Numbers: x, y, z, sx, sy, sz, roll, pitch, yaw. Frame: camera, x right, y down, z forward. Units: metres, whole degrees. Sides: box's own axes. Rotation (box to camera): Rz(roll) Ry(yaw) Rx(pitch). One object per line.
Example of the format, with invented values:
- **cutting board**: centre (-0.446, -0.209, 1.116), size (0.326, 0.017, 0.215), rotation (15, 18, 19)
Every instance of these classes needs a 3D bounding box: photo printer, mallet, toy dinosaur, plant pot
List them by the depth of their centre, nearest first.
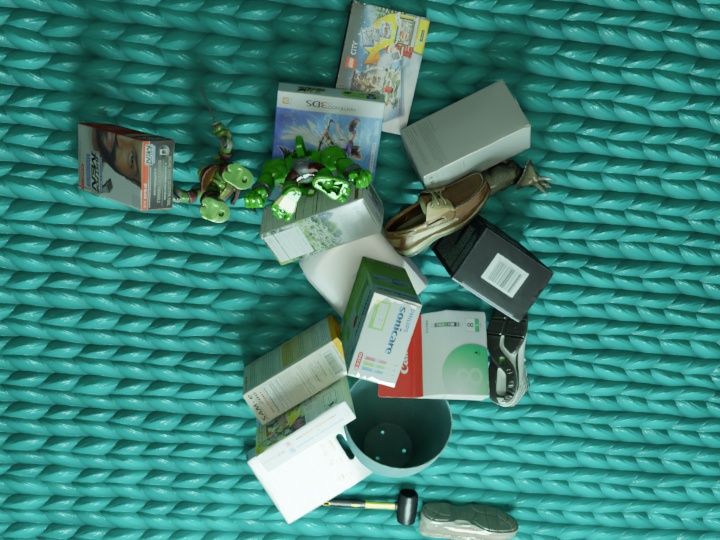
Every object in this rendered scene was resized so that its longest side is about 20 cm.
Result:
- **toy dinosaur**: centre (0.230, -0.160, 1.446), size (0.198, 0.102, 0.078), rotation (-13, 106, -3)
- **photo printer**: centre (0.000, 0.000, 1.483), size (0.166, 0.069, 0.200), rotation (-40, 106, 5)
- **plant pot**: centre (0.060, 0.300, 1.528), size (0.198, 0.201, 0.135), rotation (2, 144, -6)
- **mallet**: centre (0.016, 0.475, 1.636), size (0.198, 0.041, 0.067), rotation (-3, 102, -1)

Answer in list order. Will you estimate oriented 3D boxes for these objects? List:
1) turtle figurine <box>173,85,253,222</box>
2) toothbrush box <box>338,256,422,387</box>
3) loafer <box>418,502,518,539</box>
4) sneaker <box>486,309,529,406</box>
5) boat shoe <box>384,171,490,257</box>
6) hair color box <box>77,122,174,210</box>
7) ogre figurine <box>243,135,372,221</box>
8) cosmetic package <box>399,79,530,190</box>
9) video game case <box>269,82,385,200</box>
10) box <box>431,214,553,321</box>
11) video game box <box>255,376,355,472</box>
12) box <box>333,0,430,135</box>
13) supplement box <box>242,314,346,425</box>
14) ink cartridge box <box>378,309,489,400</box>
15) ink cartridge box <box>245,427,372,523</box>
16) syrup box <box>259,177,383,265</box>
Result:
- **turtle figurine**: centre (-0.263, -0.166, 1.333), size (0.143, 0.194, 0.201), rotation (-26, 119, -16)
- **toothbrush box**: centre (0.029, 0.080, 1.368), size (0.085, 0.200, 0.147), rotation (15, 105, -11)
- **loafer**: centre (0.215, 0.513, 1.656), size (0.198, 0.072, 0.063), rotation (9, 121, -2)
- **sneaker**: centre (0.284, 0.161, 1.564), size (0.075, 0.115, 0.202), rotation (5, 75, 23)
- **boat shoe**: centre (0.127, -0.100, 1.399), size (0.199, 0.076, 0.074), rotation (-37, 134, 14)
- **hair color box**: centre (-0.383, -0.171, 1.334), size (0.064, 0.199, 0.112), rotation (-11, 112, -47)
- **ogre figurine**: centre (-0.086, -0.155, 1.339), size (0.199, 0.120, 0.098), rotation (-27, 126, 13)
- **cosmetic package**: centre (0.180, -0.226, 1.411), size (0.199, 0.085, 0.108), rotation (-24, 67, 1)
- **video game case**: centre (-0.060, -0.209, 1.406), size (0.179, 0.046, 0.201), rotation (5, 120, -5)
- **box**: centre (0.224, -0.018, 1.434), size (0.147, 0.200, 0.105), rotation (32, 100, -12)
- **video game box**: centre (-0.102, 0.252, 1.475), size (0.181, 0.200, 0.047), rotation (-30, 108, 3)
- **box**: centre (0.030, -0.344, 1.408), size (0.135, 0.038, 0.202), rotation (11, 104, -9)
- **supplement box**: centre (-0.112, 0.177, 1.492), size (0.199, 0.126, 0.074), rotation (-31, 108, 4)
- **ink cartridge box**: centre (0.133, 0.153, 1.509), size (0.198, 0.050, 0.162), rotation (4, 69, -8)
- **ink cartridge box**: centre (-0.097, 0.372, 1.594), size (0.199, 0.047, 0.161), rotation (-31, 106, -3)
- **syrup box**: centre (-0.066, -0.089, 1.402), size (0.199, 0.082, 0.079), rotation (-19, 131, 18)
